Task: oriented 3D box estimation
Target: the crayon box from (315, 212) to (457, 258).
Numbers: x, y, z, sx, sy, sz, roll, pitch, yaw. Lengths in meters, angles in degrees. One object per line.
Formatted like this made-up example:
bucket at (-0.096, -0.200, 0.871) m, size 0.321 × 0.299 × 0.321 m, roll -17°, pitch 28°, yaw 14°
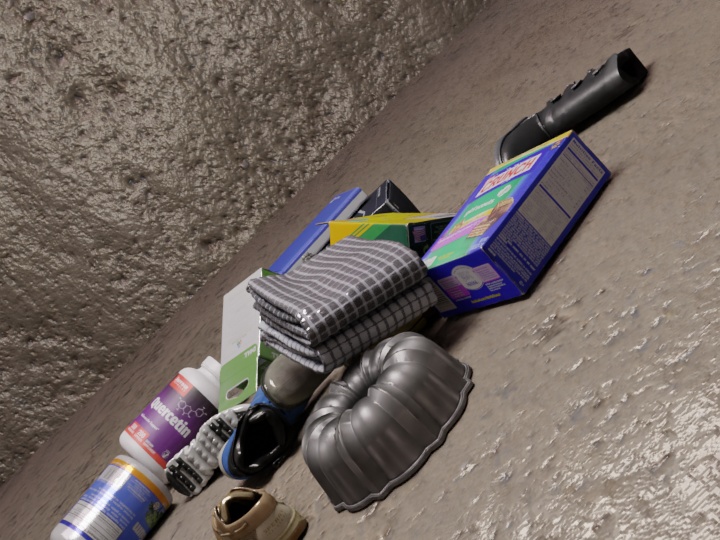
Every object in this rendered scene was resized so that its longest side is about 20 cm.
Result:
crayon box at (0.046, -0.047, 1.296) m, size 0.126 × 0.052 × 0.199 m, roll -10°, pitch 10°, yaw -37°

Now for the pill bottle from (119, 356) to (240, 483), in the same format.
pill bottle at (-0.288, 0.239, 1.563) m, size 0.200 × 0.112 × 0.112 m, roll -48°, pitch 13°, yaw -15°

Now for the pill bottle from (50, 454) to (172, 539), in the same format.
pill bottle at (-0.374, 0.378, 1.387) m, size 0.201 × 0.112 × 0.112 m, roll -52°, pitch 14°, yaw -29°

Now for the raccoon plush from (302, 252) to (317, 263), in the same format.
raccoon plush at (0.000, 0.000, 1.351) m, size 0.200 × 0.134 × 0.097 m, roll -41°, pitch 11°, yaw 14°

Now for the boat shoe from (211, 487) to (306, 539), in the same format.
boat shoe at (-0.124, 0.264, 1.048) m, size 0.071 × 0.065 × 0.199 m, roll -50°, pitch 13°, yaw -28°

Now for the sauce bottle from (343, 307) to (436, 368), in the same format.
sauce bottle at (0.055, 0.050, 1.182) m, size 0.200 × 0.065 × 0.065 m, roll -45°, pitch 12°, yaw -11°

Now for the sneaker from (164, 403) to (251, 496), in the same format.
sneaker at (-0.198, 0.241, 1.372) m, size 0.199 × 0.075 × 0.081 m, roll -38°, pitch 5°, yaw 27°

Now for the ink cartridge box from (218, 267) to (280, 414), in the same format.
ink cartridge box at (-0.153, 0.110, 1.400) m, size 0.103 × 0.059 × 0.202 m, roll -33°, pitch 46°, yaw 40°

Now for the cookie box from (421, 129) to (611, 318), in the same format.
cookie box at (0.169, -0.051, 1.110) m, size 0.200 × 0.075 × 0.171 m, roll -50°, pitch 12°, yaw -26°

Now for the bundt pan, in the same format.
bundt pan at (0.016, 0.141, 0.975) m, size 0.202 × 0.076 × 0.202 m, roll -42°, pitch 12°, yaw 10°

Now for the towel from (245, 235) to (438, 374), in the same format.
towel at (-0.029, 0.028, 1.113) m, size 0.165 × 0.086 × 0.199 m, roll -33°, pitch 23°, yaw -20°

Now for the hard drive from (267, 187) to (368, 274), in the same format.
hard drive at (-0.079, -0.048, 1.540) m, size 0.200 × 0.025 × 0.132 m, roll -48°, pitch 12°, yaw -15°

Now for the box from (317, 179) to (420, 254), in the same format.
box at (0.005, -0.027, 1.502) m, size 0.200 × 0.104 × 0.148 m, roll -41°, pitch 12°, yaw 15°

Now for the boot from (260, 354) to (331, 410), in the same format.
boot at (-0.040, 0.086, 1.218) m, size 0.200 × 0.068 × 0.131 m, roll -35°, pitch -16°, yaw -51°

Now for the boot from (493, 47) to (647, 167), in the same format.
boot at (0.284, -0.207, 1.301) m, size 0.199 × 0.066 × 0.165 m, roll -29°, pitch 21°, yaw 39°

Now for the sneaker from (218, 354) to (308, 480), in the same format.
sneaker at (-0.106, 0.180, 1.234) m, size 0.201 × 0.077 × 0.111 m, roll -54°, pitch 9°, yaw -20°
